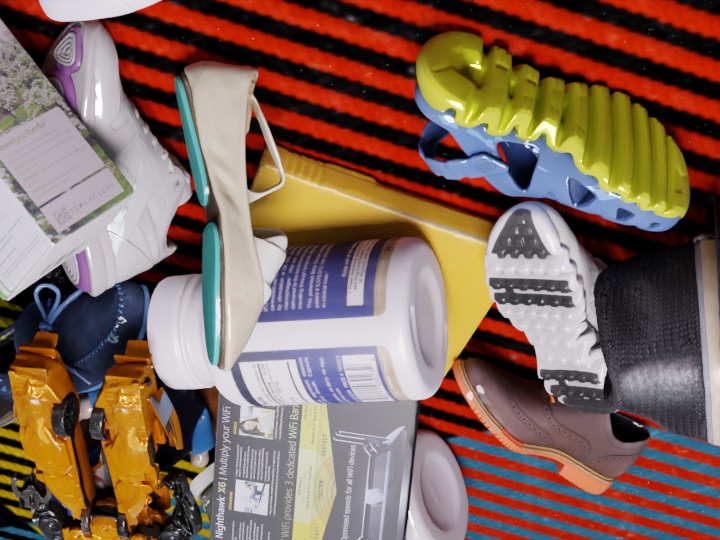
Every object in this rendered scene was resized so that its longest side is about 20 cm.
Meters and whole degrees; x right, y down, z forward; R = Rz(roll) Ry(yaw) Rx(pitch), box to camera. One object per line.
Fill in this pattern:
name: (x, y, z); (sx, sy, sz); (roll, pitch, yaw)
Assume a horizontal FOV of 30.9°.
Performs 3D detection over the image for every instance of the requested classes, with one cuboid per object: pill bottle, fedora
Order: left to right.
pill bottle: (-0.045, 0.038, 0.921); (0.197, 0.112, 0.112); (-4, 138, 19)
pill bottle: (-0.013, 0.215, 1.158); (0.198, 0.113, 0.113); (-17, 133, 29)
fedora: (0.201, 0.046, 0.850); (0.090, 0.202, 0.202); (-4, 138, 15)

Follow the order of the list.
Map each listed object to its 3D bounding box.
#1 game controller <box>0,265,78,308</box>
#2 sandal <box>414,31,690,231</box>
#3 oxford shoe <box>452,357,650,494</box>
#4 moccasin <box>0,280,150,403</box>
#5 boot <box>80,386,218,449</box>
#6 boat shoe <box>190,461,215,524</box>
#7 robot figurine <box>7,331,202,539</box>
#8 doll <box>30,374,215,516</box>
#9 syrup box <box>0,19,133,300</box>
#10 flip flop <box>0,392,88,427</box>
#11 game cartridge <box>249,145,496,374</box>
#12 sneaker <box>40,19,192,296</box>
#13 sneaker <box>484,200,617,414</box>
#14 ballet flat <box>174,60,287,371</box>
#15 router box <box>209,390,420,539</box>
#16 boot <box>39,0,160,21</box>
game controller: (-0.297, -0.032, 0.989); (0.198, 0.042, 0.105); (23, 138, -15)
sandal: (0.116, -0.078, 0.831); (0.198, 0.080, 0.087); (26, 142, -5)
oxford shoe: (0.154, 0.109, 1.045); (0.199, 0.072, 0.072); (31, 118, -35)
moccasin: (-0.234, 0.060, 0.988); (0.068, 0.081, 0.199); (22, 140, -36)
boot: (-0.155, 0.143, 1.154); (0.197, 0.069, 0.189); (-16, 149, 5)
boat shoe: (-0.057, 0.155, 1.097); (0.201, 0.061, 0.072); (-38, 161, 21)
robot figurine: (-0.187, 0.138, 0.955); (0.143, 0.059, 0.202); (5, 131, 8)
doll: (-0.183, 0.135, 1.038); (0.136, 0.049, 0.200); (30, 108, -35)
syrup box: (-0.243, -0.093, 0.815); (0.201, 0.079, 0.081); (51, 134, -2)
flip flop: (-0.263, 0.091, 1.107); (0.198, 0.082, 0.057); (-21, 164, 30)
game cartridge: (0.000, 0.000, 0.976); (0.198, 0.033, 0.177); (20, 139, -7)
sneaker: (-0.167, -0.083, 0.895); (0.099, 0.075, 0.202); (-20, 131, -29)
sneaker: (0.146, 0.015, 0.923); (0.074, 0.082, 0.201); (9, 145, 34)
ballet flat: (-0.078, -0.038, 0.851); (0.068, 0.203, 0.069); (-7, -179, 0)
router box: (-0.036, 0.160, 1.031); (0.155, 0.052, 0.203); (8, 108, 5)
boot: (-0.109, -0.212, 0.732); (0.197, 0.074, 0.096); (-15, 128, 15)
